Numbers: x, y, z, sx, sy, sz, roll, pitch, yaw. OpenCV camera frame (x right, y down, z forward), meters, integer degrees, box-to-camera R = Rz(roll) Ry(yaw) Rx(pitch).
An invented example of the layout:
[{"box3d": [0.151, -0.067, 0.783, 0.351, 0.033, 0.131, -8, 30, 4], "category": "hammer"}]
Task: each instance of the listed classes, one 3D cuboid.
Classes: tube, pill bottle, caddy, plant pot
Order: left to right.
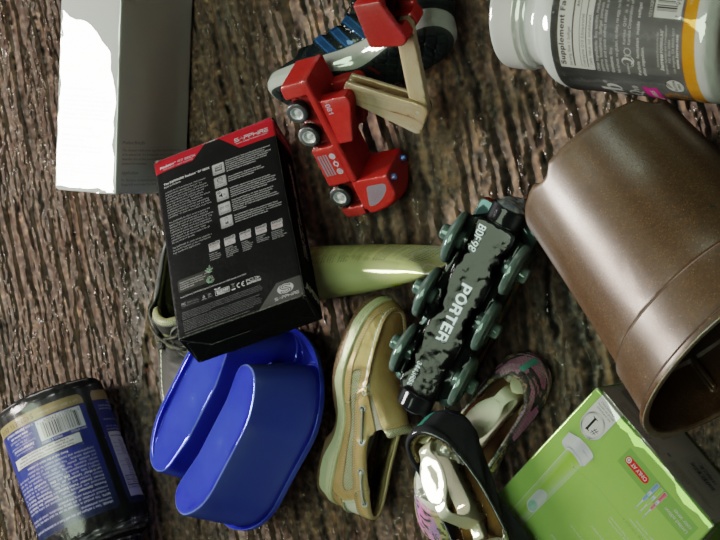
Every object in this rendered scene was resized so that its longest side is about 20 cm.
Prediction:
[{"box3d": [-0.272, 0.216, 1.784, 0.111, 0.111, 0.202, -28, 77, 30], "category": "pill bottle"}, {"box3d": [-0.106, 0.143, 1.681, 0.201, 0.104, 0.142, -61, 40, 20], "category": "caddy"}, {"box3d": [0.000, 0.000, 1.623, 0.198, 0.052, 0.059, -6, 54, 36], "category": "tube"}, {"box3d": [0.210, -0.199, 1.448, 0.198, 0.116, 0.118, 10, 98, 32], "category": "pill bottle"}, {"box3d": [0.239, -0.012, 1.403, 0.201, 0.199, 0.199, -49, 61, 25], "category": "plant pot"}]

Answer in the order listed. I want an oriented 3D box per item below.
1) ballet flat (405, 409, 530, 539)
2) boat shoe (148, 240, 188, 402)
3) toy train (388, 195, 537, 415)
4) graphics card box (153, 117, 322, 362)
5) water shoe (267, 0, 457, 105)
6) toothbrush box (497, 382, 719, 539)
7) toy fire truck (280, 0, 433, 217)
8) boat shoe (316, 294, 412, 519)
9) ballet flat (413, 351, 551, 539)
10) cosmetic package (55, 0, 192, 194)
[{"box3d": [0.091, 0.208, 1.478, 0.073, 0.073, 0.202, -33, 72, 29], "category": "ballet flat"}, {"box3d": [-0.172, 0.045, 1.735, 0.071, 0.066, 0.203, 12, 98, 33], "category": "boat shoe"}, {"box3d": [0.090, 0.027, 1.537, 0.085, 0.114, 0.202, 28, 107, 11], "category": "toy train"}, {"box3d": [-0.111, -0.029, 1.636, 0.124, 0.051, 0.202, -20, 54, 10], "category": "graphics card box"}, {"box3d": [0.004, -0.202, 1.620, 0.198, 0.071, 0.080, -17, 57, 33], "category": "water shoe"}, {"box3d": [0.195, 0.211, 1.498, 0.146, 0.086, 0.200, 49, 115, 22], "category": "toothbrush box"}, {"box3d": [0.010, -0.144, 1.565, 0.140, 0.049, 0.201, -10, 122, 30], "category": "toy fire truck"}, {"box3d": [0.019, 0.124, 1.614, 0.076, 0.071, 0.202, 28, 118, 41], "category": "boat shoe"}, {"box3d": [0.092, 0.154, 1.570, 0.069, 0.071, 0.201, 42, 114, 22], "category": "ballet flat"}, {"box3d": [-0.223, -0.174, 1.731, 0.080, 0.112, 0.203, 4, 94, 32], "category": "cosmetic package"}]
